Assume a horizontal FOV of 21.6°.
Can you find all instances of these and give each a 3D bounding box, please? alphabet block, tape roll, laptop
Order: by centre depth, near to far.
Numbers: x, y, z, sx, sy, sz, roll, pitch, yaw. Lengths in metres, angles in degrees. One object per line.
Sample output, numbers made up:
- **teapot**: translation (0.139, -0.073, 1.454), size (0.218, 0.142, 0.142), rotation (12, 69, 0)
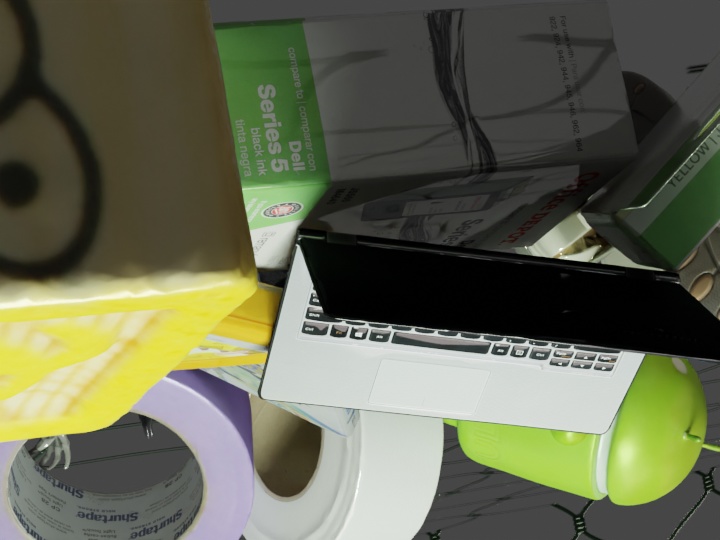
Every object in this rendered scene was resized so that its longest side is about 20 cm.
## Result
- **alphabet block**: translation (-0.159, -0.056, 0.572), size (0.195, 0.200, 0.196), rotation (-4, 165, -20)
- **laptop**: translation (0.057, 0.050, 0.877), size (0.187, 0.116, 0.200), rotation (7, 138, -9)
- **tape roll**: translation (-0.173, 0.126, 1.302), size (0.200, 0.200, 0.085), rotation (-11, -149, 2)
- **tape roll**: translation (-0.027, 0.110, 1.341), size (0.071, 0.203, 0.202), rotation (0, 163, -35)

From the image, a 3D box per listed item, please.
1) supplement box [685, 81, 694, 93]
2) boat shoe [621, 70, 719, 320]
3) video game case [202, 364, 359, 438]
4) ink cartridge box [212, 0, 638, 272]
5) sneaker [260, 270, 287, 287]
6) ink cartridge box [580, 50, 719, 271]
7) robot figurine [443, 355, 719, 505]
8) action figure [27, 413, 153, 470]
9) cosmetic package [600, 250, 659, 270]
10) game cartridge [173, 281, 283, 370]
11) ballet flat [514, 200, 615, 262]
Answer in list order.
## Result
- **supplement box**: translation (0.258, -0.025, 1.004), size (0.101, 0.200, 0.103), rotation (-6, 165, -21)
- **boat shoe**: translation (0.182, -0.024, 0.974), size (0.076, 0.200, 0.072), rotation (-38, 143, 9)
- **video game case**: translation (-0.097, 0.040, 1.155), size (0.200, 0.022, 0.182), rotation (24, 169, 8)
- **ink cartridge box**: translation (0.013, -0.062, 0.917), size (0.200, 0.084, 0.146), rotation (-6, 165, -18)
- **sneaker**: translation (0.000, 0.000, 1.142), size (0.114, 0.076, 0.200), rotation (-8, 169, -21)
- **ink cartridge box**: translation (0.172, -0.066, 0.842), size (0.146, 0.048, 0.200), rotation (-48, -177, 1)
- **robot figurine**: translation (0.145, 0.092, 1.294), size (0.200, 0.116, 0.175), rotation (16, 179, 22)
- **action figure**: translation (-0.244, 0.111, 1.403), size (0.200, 0.102, 0.119), rotation (-8, 168, -24)
- **cosmetic package**: translation (0.218, -0.010, 1.267), size (0.103, 0.087, 0.200), rotation (-14, 166, 13)
- **game cartridge**: translation (-0.132, 0.024, 0.965), size (0.176, 0.032, 0.200), rotation (-6, 169, 36)
- **ballet flat**: translation (0.137, -0.039, 1.127), size (0.064, 0.067, 0.200), rotation (-38, -179, -38)
